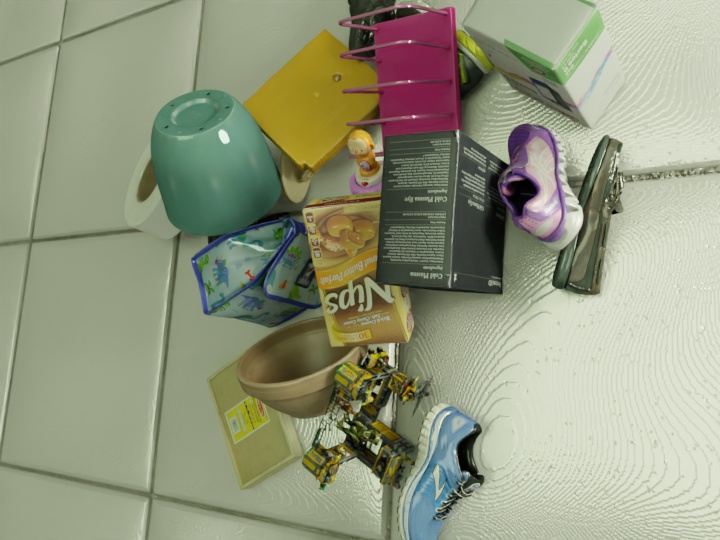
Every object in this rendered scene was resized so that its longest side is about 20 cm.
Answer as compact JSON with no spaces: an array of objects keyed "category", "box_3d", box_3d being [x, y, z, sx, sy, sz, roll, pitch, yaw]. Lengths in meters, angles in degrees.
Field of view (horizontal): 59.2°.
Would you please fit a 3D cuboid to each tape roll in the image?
[{"category":"tape roll","box_3d":[-0.364,-0.164,1.188,0.201,0.070,0.205,-25,55,40]}]

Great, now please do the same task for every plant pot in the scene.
[{"category":"plant pot","box_3d":[-0.076,0.154,0.943,0.198,0.201,0.094,-6,111,30]},{"category":"plant pot","box_3d":[-0.238,-0.182,1.001,0.197,0.162,0.202,-5,47,6]}]

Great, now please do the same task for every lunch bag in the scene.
[{"category":"lunch bag","box_3d":[-0.130,-0.001,0.989,0.199,0.170,0.129,-31,65,20]}]

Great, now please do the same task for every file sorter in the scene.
[{"category":"file sorter","box_3d":[0.052,-0.265,0.913,0.138,0.125,0.203,4,104,38]}]

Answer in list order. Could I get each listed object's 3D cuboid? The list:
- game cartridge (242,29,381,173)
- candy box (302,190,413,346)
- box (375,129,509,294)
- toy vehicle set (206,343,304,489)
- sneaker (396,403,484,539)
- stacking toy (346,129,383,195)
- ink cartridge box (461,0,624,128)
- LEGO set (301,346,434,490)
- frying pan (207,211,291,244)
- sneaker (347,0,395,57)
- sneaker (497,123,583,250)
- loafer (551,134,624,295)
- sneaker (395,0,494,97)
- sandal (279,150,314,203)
[{"category":"game cartridge","box_3d":[-0.070,-0.276,1.036,0.200,0.032,0.176,-44,72,-5]},{"category":"candy box","box_3d":[0.000,0.000,0.860,0.114,0.055,0.203,-5,109,17]},{"category":"box","box_3d":[0.113,-0.066,0.828,0.103,0.199,0.185,2,86,31]},{"category":"toy vehicle set","box_3d":[-0.179,0.241,1.055,0.124,0.026,0.202,-34,65,21]},{"category":"sneaker","box_3d":[0.111,0.285,0.840,0.088,0.078,0.203,13,87,35]},{"category":"stacking toy","box_3d":[0.026,-0.112,0.887,0.115,0.201,0.110,12,55,32]},{"category":"ink cartridge box","box_3d":[0.238,-0.277,0.806,0.145,0.199,0.088,40,104,30]},{"category":"LEGO set","box_3d":[0.021,0.221,0.868,0.115,0.153,0.202,30,99,32]},{"category":"frying pan","box_3d":[-0.201,-0.089,1.131,0.189,0.031,0.116,-32,63,21]},{"category":"sneaker","box_3d":[0.015,-0.434,1.051,0.090,0.076,0.202,4,68,40]},{"category":"sneaker","box_3d":[0.218,-0.122,0.822,0.081,0.087,0.202,123,151,-46]},{"category":"loafer","box_3d":[0.303,-0.067,0.810,0.062,0.072,0.203,18,97,13]},{"category":"sneaker","box_3d":[0.111,-0.341,0.968,0.085,0.074,0.200,-51,60,13]},{"category":"sandal","box_3d":[-0.075,-0.219,1.056,0.069,0.077,0.215,3,77,37]}]
